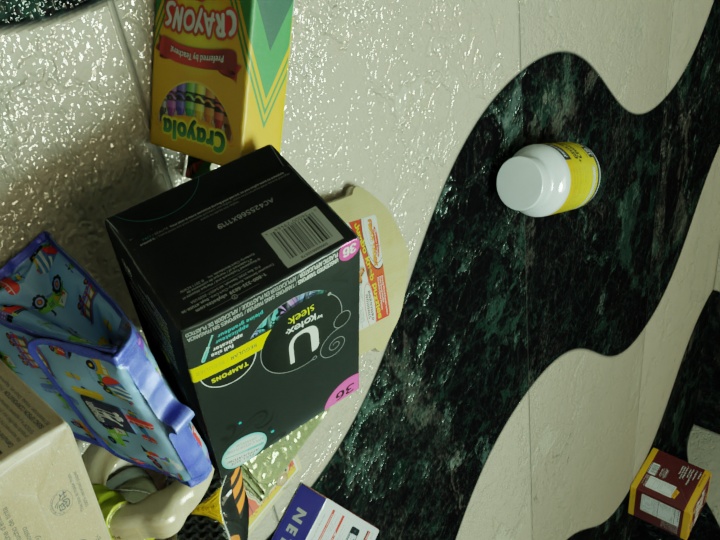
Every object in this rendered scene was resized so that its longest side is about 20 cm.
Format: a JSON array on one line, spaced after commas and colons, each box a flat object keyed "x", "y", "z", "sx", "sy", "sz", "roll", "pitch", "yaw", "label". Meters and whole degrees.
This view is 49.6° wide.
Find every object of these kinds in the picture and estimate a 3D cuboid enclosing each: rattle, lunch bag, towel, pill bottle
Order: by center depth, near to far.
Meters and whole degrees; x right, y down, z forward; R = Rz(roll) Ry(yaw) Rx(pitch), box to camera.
[{"x": -0.192, "y": 0.078, "z": 0.601, "sx": 0.094, "sy": 0.197, "sz": 0.153, "roll": -45, "pitch": 137, "yaw": -31, "label": "lunch bag"}, {"x": -0.173, "y": 0.182, "z": 0.724, "sx": 0.202, "sy": 0.128, "sz": 0.144, "roll": -87, "pitch": 153, "yaw": -54, "label": "rattle"}, {"x": -0.097, "y": 0.137, "z": 0.876, "sx": 0.201, "sy": 0.036, "sz": 0.150, "roll": -54, "pitch": 127, "yaw": -27, "label": "towel"}, {"x": 0.299, "y": -0.147, "z": 1.251, "sx": 0.198, "sy": 0.110, "sz": 0.115, "roll": -14, "pitch": 117, "yaw": -51, "label": "pill bottle"}]

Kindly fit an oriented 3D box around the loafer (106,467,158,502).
[{"x": -0.256, "y": 0.264, "z": 0.712, "sx": 0.200, "sy": 0.069, "sz": 0.076, "roll": -43, "pitch": 136, "yaw": -35, "label": "loafer"}]

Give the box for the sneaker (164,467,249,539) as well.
[{"x": -0.151, "y": 0.216, "z": 0.793, "sx": 0.090, "sy": 0.068, "sz": 0.206, "roll": -14, "pitch": 100, "yaw": -85, "label": "sneaker"}]

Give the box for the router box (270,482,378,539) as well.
[{"x": -0.071, "y": 0.411, "z": 1.053, "sx": 0.203, "sy": 0.048, "sz": 0.180, "roll": -60, "pitch": 144, "yaw": -16, "label": "router box"}]

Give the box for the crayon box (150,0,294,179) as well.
[{"x": -0.119, "y": -0.164, "z": 0.655, "sx": 0.050, "sy": 0.125, "sz": 0.205, "roll": -13, "pitch": 115, "yaw": -49, "label": "crayon box"}]

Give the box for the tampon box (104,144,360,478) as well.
[{"x": -0.092, "y": 0.036, "z": 0.629, "sx": 0.148, "sy": 0.126, "sz": 0.202, "roll": -29, "pitch": 144, "yaw": -22, "label": "tampon box"}]

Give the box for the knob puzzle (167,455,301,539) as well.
[{"x": -0.142, "y": 0.236, "z": 0.891, "sx": 0.218, "sy": 0.030, "sz": 0.225, "roll": -27, "pitch": 126, "yaw": -45, "label": "knob puzzle"}]

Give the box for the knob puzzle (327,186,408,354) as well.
[{"x": 0.000, "y": 0.000, "z": 0.952, "sx": 0.218, "sy": 0.030, "sz": 0.226, "roll": 9, "pitch": 80, "yaw": -56, "label": "knob puzzle"}]

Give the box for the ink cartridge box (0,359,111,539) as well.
[{"x": -0.259, "y": 0.173, "z": 0.584, "sx": 0.075, "sy": 0.163, "sz": 0.204, "roll": -32, "pitch": 129, "yaw": -36, "label": "ink cartridge box"}]

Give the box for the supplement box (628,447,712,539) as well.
[{"x": 1.017, "y": 0.731, "z": 2.568, "sx": 0.197, "sy": 0.197, "sz": 0.135, "roll": -39, "pitch": 135, "yaw": -36, "label": "supplement box"}]
